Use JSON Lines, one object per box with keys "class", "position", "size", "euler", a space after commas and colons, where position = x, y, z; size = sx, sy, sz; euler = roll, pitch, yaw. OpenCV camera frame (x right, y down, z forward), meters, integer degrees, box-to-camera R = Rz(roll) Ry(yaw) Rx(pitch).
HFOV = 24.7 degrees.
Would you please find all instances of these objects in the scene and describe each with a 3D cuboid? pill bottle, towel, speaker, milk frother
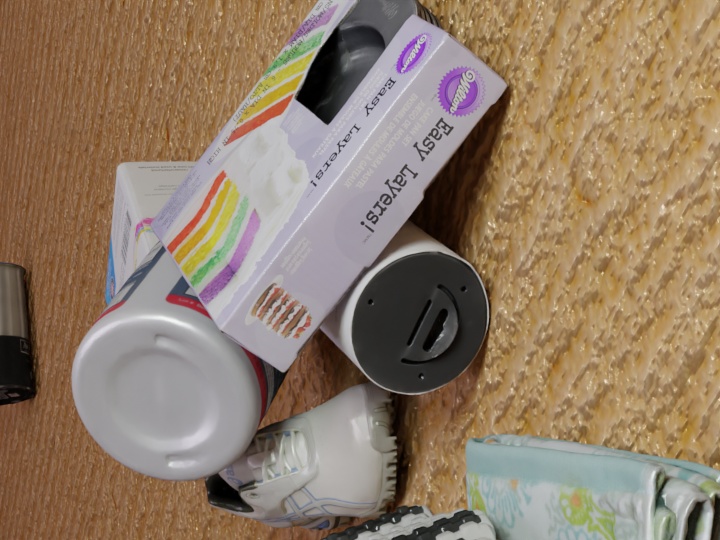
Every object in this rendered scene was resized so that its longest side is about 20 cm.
{"class": "pill bottle", "position": [-0.097, 0.034, 1.064], "size": [0.200, 0.119, 0.120], "euler": [-62, -16, -60]}
{"class": "towel", "position": [0.100, 0.162, 0.720], "size": [0.200, 0.048, 0.173], "euler": [177, 92, -71]}
{"class": "speaker", "position": [0.000, 0.000, 0.937], "size": [0.200, 0.081, 0.082], "euler": [-138, 49, -64]}
{"class": "milk frother", "position": [-0.581, 0.105, 2.395], "size": [0.181, 0.198, 0.190], "euler": [129, 136, -67]}

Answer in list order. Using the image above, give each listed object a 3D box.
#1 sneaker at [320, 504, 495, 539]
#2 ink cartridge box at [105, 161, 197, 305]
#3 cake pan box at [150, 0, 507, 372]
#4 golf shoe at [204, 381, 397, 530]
{"class": "sneaker", "position": [0.029, 0.157, 0.772], "size": [0.200, 0.075, 0.082], "euler": [138, 114, -81]}
{"class": "ink cartridge box", "position": [-0.147, 0.025, 1.340], "size": [0.201, 0.084, 0.145], "euler": [-115, 30, -50]}
{"class": "cake pan box", "position": [-0.023, -0.063, 0.904], "size": [0.200, 0.052, 0.184], "euler": [-51, 28, 5]}
{"class": "golf shoe", "position": [-0.039, 0.125, 1.033], "size": [0.200, 0.096, 0.079], "euler": [130, 136, -59]}
